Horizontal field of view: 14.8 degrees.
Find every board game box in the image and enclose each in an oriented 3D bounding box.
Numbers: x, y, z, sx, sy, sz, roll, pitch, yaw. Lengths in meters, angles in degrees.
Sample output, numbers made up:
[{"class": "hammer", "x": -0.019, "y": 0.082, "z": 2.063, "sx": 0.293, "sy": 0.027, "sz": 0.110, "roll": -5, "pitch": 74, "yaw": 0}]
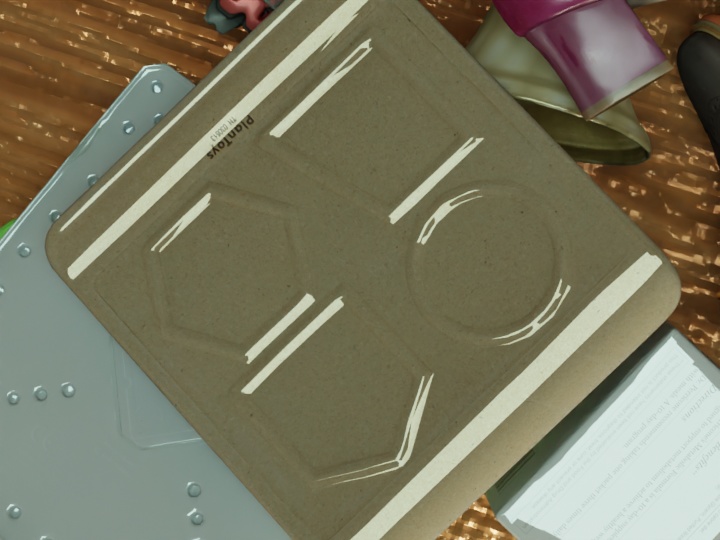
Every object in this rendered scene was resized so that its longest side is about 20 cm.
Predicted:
[{"class": "board game box", "x": -0.072, "y": 0.046, "z": 1.156, "sx": 0.200, "sy": 0.026, "sz": 0.200, "roll": 37, "pitch": 82, "yaw": 15}]

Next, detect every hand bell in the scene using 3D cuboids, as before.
[{"class": "hand bell", "x": 0.096, "y": -0.155, "z": 1.187, "sx": 0.104, "sy": 0.104, "sz": 0.200, "roll": 15, "pitch": 82, "yaw": -1}]

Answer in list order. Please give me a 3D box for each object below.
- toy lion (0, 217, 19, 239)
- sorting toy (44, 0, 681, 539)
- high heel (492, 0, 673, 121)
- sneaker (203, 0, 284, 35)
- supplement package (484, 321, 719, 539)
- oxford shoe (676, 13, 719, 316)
[{"class": "toy lion", "x": -0.073, "y": 0.034, "z": 1.207, "sx": 0.192, "sy": 0.069, "sz": 0.200, "roll": 43, "pitch": 94, "yaw": 4}, {"class": "sorting toy", "x": 0.000, "y": 0.000, "z": 1.122, "sx": 0.185, "sy": 0.036, "sz": 0.200, "roll": -44, "pitch": 79, "yaw": 3}, {"class": "high heel", "x": 0.145, "y": -0.150, "z": 1.117, "sx": 0.200, "sy": 0.067, "sz": 0.096, "roll": -32, "pitch": 89, "yaw": -12}, {"class": "sneaker", "x": -0.054, "y": -0.163, "z": 1.179, "sx": 0.200, "sy": 0.071, "sz": 0.098, "roll": 45, "pitch": 96, "yaw": -2}, {"class": "supplement package", "x": 0.162, "y": 0.126, "z": 1.183, "sx": 0.200, "sy": 0.114, "sz": 0.110, "roll": 43, "pitch": 92, "yaw": -3}, {"class": "oxford shoe", "x": 0.178, "y": -0.015, "z": 1.175, "sx": 0.073, "sy": 0.071, "sz": 0.200, "roll": -26, "pitch": 77, "yaw": -10}]
